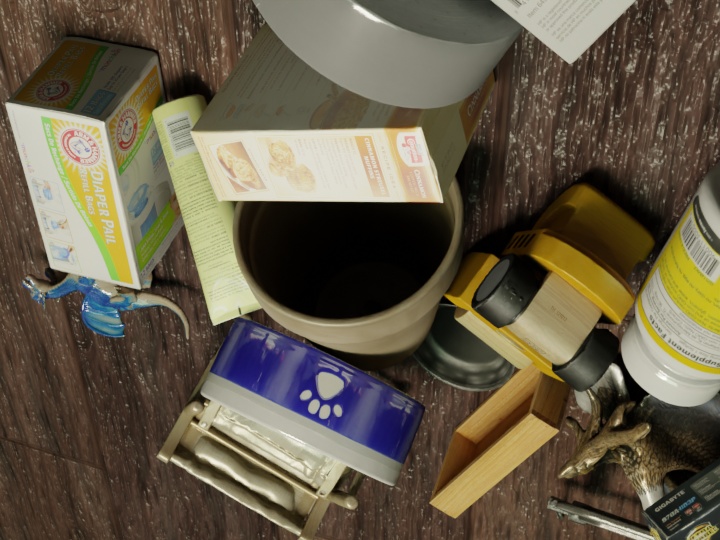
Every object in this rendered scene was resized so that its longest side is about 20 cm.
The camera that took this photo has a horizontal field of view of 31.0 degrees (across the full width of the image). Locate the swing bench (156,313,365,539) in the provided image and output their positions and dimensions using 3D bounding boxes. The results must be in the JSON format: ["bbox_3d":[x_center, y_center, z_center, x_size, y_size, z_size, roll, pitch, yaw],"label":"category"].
[{"bbox_3d":[-0.090,0.173,1.388,0.197,0.131,0.200,31,151,-5],"label":"swing bench"}]

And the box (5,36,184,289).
[{"bbox_3d":[-0.242,-0.099,1.214,0.100,0.113,0.202,12,134,16],"label":"box"}]

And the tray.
[{"bbox_3d":[0.141,0.158,1.275,0.037,0.099,0.200,31,138,-7],"label":"tray"}]

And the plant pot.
[{"bbox_3d":[0.000,0.000,1.147,0.197,0.202,0.174,12,152,16],"label":"plant pot"}]

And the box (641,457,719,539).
[{"bbox_3d":[0.369,0.225,1.172,0.199,0.046,0.160,-34,121,-3],"label":"box"}]

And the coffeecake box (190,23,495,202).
[{"bbox_3d":[-0.010,-0.130,1.032,0.197,0.154,0.074,2,133,26],"label":"coffeecake box"}]

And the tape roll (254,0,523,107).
[{"bbox_3d":[0.021,-0.211,0.891,0.199,0.201,0.066,33,137,-6],"label":"tape roll"}]

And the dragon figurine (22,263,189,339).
[{"bbox_3d":[-0.265,0.029,1.390,0.198,0.059,0.100,26,138,3],"label":"dragon figurine"}]

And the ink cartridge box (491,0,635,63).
[{"bbox_3d":[0.117,-0.274,0.831,0.199,0.147,0.147,36,138,-10],"label":"ink cartridge box"}]

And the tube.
[{"bbox_3d":[-0.136,-0.055,1.174,0.058,0.051,0.203,148,105,-78],"label":"tube"}]

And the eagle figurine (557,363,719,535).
[{"bbox_3d":[0.285,0.176,1.223,0.198,0.153,0.151,9,-170,-29],"label":"eagle figurine"}]

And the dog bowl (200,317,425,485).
[{"bbox_3d":[-0.043,0.120,1.192,0.198,0.080,0.200,25,173,3],"label":"dog bowl"}]

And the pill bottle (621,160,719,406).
[{"bbox_3d":[0.290,0.014,1.048,0.113,0.115,0.201,24,138,4],"label":"pill bottle"}]

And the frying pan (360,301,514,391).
[{"bbox_3d":[0.064,0.066,1.276,0.188,0.031,0.116,10,135,23],"label":"frying pan"}]

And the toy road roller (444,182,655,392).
[{"bbox_3d":[0.169,0.008,1.123,0.122,0.147,0.200,37,174,-8],"label":"toy road roller"}]

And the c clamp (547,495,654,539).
[{"bbox_3d":[0.274,0.259,1.298,0.198,0.027,0.171,16,169,25],"label":"c clamp"}]
